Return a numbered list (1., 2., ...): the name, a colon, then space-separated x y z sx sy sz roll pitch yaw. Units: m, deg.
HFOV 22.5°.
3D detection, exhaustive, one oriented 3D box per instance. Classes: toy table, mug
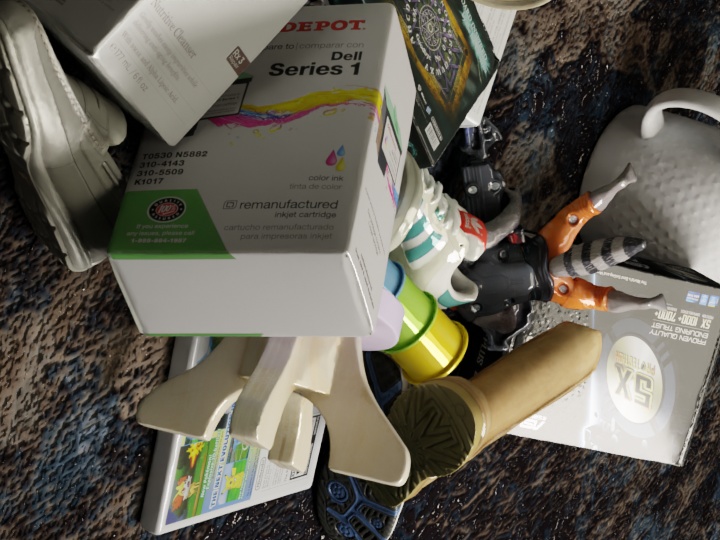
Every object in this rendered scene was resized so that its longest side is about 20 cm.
1. toy table: -0.048 0.064 1.188 0.200 0.183 0.118 39 63 -65
2. mug: 0.309 -0.079 1.657 0.148 0.175 0.201 -44 140 -34

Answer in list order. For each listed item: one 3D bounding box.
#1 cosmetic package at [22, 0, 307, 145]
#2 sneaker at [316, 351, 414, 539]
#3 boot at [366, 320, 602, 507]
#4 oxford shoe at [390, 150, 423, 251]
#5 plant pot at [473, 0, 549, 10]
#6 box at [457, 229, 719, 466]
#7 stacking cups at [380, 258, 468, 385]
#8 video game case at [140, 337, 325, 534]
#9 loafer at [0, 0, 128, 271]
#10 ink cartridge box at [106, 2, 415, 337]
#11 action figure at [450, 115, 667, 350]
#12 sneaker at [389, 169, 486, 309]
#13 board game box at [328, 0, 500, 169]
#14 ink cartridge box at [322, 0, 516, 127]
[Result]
1. cosmetic package: -0.086 -0.185 1.036 0.200 0.081 0.113 -48 149 -5
2. sneaker: 0.017 0.140 1.443 0.077 0.075 0.201 -40 149 -53
3. boot: 0.106 0.087 1.354 0.200 0.066 0.175 -28 172 -32
4. oxford shoe: -0.016 -0.069 1.187 0.058 0.200 0.075 24 105 -31
5. plant pot: 0.116 -0.275 1.195 0.188 0.186 0.201 67 35 -48
6. box: 0.201 0.066 1.572 0.199 0.086 0.164 13 100 -20
7. stacking cups: 0.000 0.000 1.311 0.200 0.060 0.061 48 66 -31
8. video game case: -0.077 0.081 1.321 0.182 0.022 0.201 -9 116 -54
9. loafer: -0.171 -0.083 1.037 0.070 0.070 0.200 -37 147 -20
10. ink cartridge box: -0.054 -0.063 1.087 0.084 0.144 0.201 74 21 -49
11. action figure: 0.127 -0.029 1.429 0.105 0.193 0.201 -59 135 -73
12. sneaker: 0.047 -0.048 1.344 0.070 0.093 0.200 -81 168 -49
13. board game box: 0.027 -0.186 1.204 0.135 0.028 0.201 -55 129 -46
14. ink cartridge box: 0.035 -0.217 1.285 0.200 0.047 0.161 33 69 -40
